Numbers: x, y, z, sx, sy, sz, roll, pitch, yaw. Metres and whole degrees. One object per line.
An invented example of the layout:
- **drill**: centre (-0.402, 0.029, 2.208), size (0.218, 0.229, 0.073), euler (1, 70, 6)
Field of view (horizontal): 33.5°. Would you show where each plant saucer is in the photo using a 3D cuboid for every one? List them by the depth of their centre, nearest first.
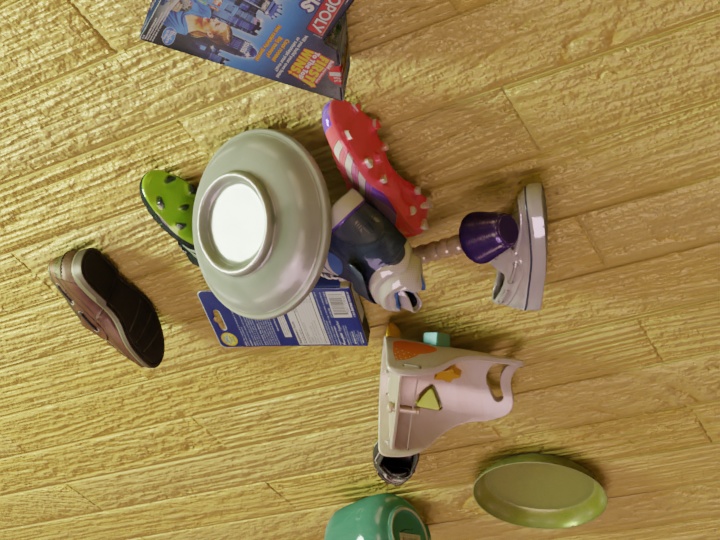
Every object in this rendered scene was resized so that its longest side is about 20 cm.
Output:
- **plant saucer**: centre (-0.119, -0.049, 1.256), size (0.199, 0.203, 0.050), euler (-25, 165, 37)
- **plant saucer**: centre (0.265, 0.322, 1.764), size (0.197, 0.031, 0.201), euler (6, 142, 5)

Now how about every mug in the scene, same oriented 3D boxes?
- **mug**: centre (0.041, 0.415, 1.854), size (0.114, 0.185, 0.153), euler (-28, 104, 35)

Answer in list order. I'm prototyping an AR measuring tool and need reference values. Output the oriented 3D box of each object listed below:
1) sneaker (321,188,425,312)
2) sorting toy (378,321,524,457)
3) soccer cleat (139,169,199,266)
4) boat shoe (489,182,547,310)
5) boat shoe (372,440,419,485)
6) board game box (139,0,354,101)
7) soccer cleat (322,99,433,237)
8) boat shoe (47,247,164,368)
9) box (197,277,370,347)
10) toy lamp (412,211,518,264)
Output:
- **sneaker**: centre (0.000, 0.000, 1.306), size (0.147, 0.081, 0.200), euler (48, 159, -2)
- **sorting toy**: centre (0.115, 0.145, 1.530), size (0.177, 0.108, 0.201), euler (2, 141, -2)
- **soccer cleat**: centre (-0.190, -0.042, 1.386), size (0.080, 0.068, 0.200), euler (-10, 140, 43)
- **boat shoe**: centre (0.172, -0.019, 1.323), size (0.064, 0.074, 0.201), euler (0, 140, 5)
- **boat shoe**: centre (0.051, 0.268, 1.722), size (0.066, 0.057, 0.201), euler (9, 142, 0)
- **board game box**: centre (-0.073, -0.249, 1.099), size (0.198, 0.062, 0.200), euler (25, 140, -19)
- **soccer cleat**: centre (0.004, -0.101, 1.268), size (0.076, 0.067, 0.200), euler (-11, 140, 31)
- **boat shoe**: centre (-0.322, 0.048, 1.528), size (0.067, 0.072, 0.201), euler (-8, 129, 28)
- **box**: centre (-0.095, 0.050, 1.501), size (0.197, 0.033, 0.122), euler (-2, 140, 13)
- **toy lamp**: centre (0.090, -0.026, 1.317), size (0.058, 0.059, 0.199), euler (37, 148, -31)
